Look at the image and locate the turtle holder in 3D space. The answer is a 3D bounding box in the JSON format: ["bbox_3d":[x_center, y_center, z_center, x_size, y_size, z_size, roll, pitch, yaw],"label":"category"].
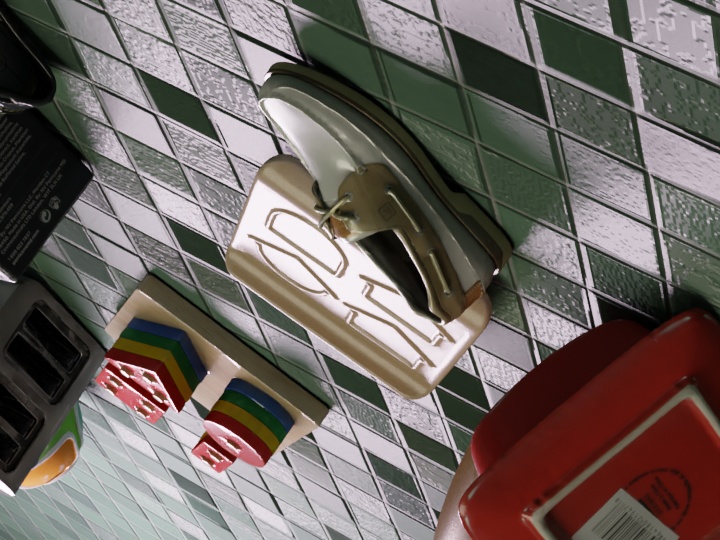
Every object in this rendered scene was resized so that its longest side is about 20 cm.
[{"bbox_3d":[-0.378,0.158,2.540,0.185,0.141,0.132,19,157,37],"label":"turtle holder"}]

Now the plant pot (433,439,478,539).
[{"bbox_3d":[0.132,0.191,1.707,0.186,0.186,0.201,26,146,26],"label":"plant pot"}]

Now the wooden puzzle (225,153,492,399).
[{"bbox_3d":[0.000,0.000,1.650,0.185,0.046,0.200,35,157,1],"label":"wooden puzzle"}]

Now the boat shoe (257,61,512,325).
[{"bbox_3d":[0.007,-0.047,1.476,0.200,0.069,0.075,41,161,-15],"label":"boat shoe"}]

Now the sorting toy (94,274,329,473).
[{"bbox_3d":[-0.147,0.108,2.124,0.200,0.070,0.199,37,161,-4],"label":"sorting toy"}]

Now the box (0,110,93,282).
[{"bbox_3d":[-0.354,-0.103,1.897,0.200,0.118,0.196,46,159,-31],"label":"box"}]

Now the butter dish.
[{"bbox_3d":[0.153,0.112,1.492,0.200,0.199,0.148,50,180,-38],"label":"butter dish"}]

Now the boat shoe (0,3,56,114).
[{"bbox_3d":[-0.287,-0.175,1.672,0.066,0.075,0.200,15,153,42],"label":"boat shoe"}]

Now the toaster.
[{"bbox_3d":[-0.368,0.097,2.318,0.118,0.181,0.200,15,154,40],"label":"toaster"}]
